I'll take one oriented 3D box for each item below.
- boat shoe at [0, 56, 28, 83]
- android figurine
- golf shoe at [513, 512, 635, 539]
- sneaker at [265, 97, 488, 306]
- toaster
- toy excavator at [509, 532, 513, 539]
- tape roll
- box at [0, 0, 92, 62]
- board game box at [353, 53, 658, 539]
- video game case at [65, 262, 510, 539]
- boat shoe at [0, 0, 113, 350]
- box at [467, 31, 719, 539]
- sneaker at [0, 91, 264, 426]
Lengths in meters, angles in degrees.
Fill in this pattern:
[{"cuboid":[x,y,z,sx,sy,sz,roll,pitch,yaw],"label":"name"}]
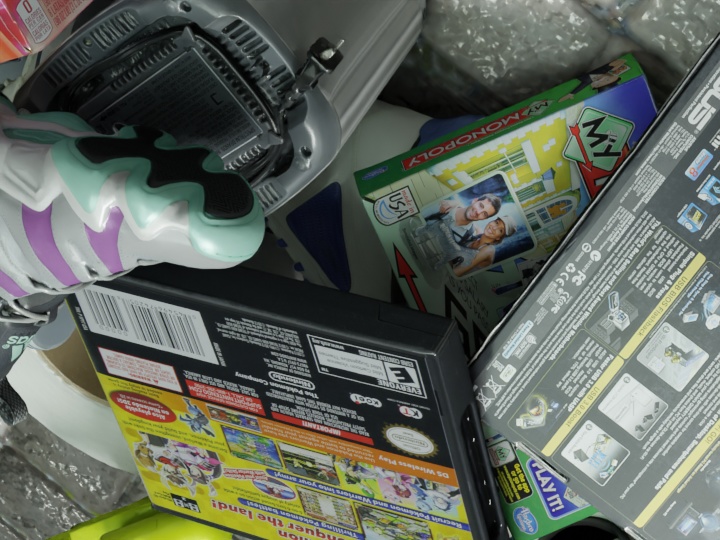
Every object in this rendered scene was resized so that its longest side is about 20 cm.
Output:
[{"cuboid":[-0.200,-0.128,1.077,0.070,0.071,0.200,60,148,26],"label":"boat shoe"},{"cuboid":[-0.076,0.129,1.136,0.199,0.182,0.041,-19,88,12],"label":"android figurine"},{"cuboid":[0.168,0.140,1.014,0.199,0.095,0.078,10,130,28],"label":"golf shoe"},{"cuboid":[0.000,-0.001,1.015,0.115,0.080,0.200,27,117,28],"label":"sneaker"},{"cuboid":[-0.057,-0.094,0.936,0.114,0.129,0.200,48,135,-12],"label":"toaster"},{"cuboid":[0.061,0.154,1.122,0.194,0.100,0.200,45,125,-5],"label":"toy excavator"},{"cuboid":[-0.127,0.017,1.140,0.202,0.071,0.203,20,135,21],"label":"tape roll"},{"cuboid":[-0.136,-0.173,0.876,0.099,0.200,0.096,-6,124,39],"label":"box"},{"cuboid":[0.095,0.017,0.948,0.134,0.029,0.201,-23,117,4],"label":"board game box"},{"cuboid":[-0.033,0.069,0.953,0.199,0.026,0.181,13,140,27],"label":"video game case"},{"cuboid":[-0.165,-0.068,1.031,0.086,0.075,0.203,14,96,25],"label":"boat shoe"},{"cuboid":[0.158,0.021,0.880,0.161,0.049,0.200,37,109,5],"label":"box"},{"cuboid":[-0.132,0.005,0.890,0.199,0.078,0.141,20,109,30],"label":"sneaker"}]
